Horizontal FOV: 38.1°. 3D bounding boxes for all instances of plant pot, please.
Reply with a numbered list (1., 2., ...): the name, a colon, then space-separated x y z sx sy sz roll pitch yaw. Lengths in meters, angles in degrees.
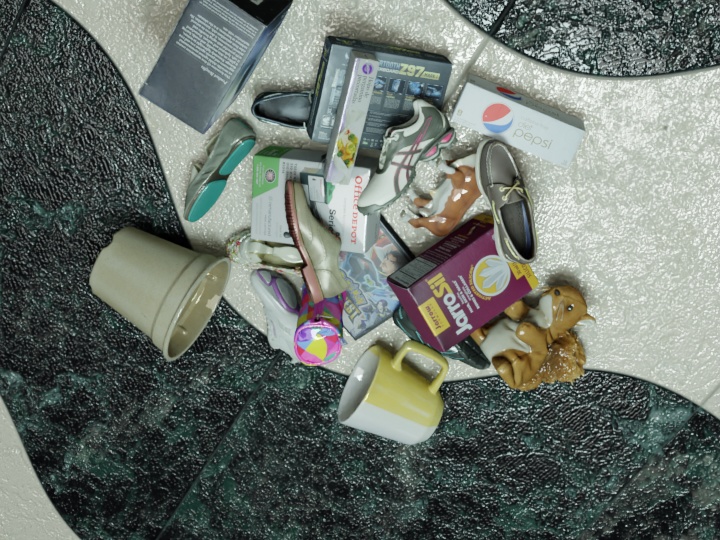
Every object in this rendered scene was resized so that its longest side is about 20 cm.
1. plant pot: -0.351 0.022 1.784 0.183 0.200 0.201 29 116 7

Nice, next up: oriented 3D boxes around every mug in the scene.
1. mug: 0.068 0.225 1.815 0.153 0.150 0.187 28 151 -13

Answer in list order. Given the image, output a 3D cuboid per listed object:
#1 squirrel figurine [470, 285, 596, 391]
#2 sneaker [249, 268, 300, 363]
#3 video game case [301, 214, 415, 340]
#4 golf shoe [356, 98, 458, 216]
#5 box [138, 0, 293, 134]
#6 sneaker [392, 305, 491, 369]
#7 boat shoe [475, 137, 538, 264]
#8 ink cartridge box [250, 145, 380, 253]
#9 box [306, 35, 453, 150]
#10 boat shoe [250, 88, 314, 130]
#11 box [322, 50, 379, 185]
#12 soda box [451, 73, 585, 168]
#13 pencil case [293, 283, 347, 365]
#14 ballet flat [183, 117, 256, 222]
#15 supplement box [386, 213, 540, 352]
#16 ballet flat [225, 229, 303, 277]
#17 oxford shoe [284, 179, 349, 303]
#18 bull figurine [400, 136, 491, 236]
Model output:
1. squirrel figurine: 0.303 0.109 1.749 0.186 0.142 0.200 -38 132 4
2. sneaker: -0.141 0.087 1.823 0.099 0.075 0.200 -28 113 22
3. video game case: 0.000 0.000 1.794 0.181 0.026 0.200 -34 105 21
4. golf shoe: 0.054 -0.173 1.606 0.200 0.077 0.088 -47 116 -4
5. box: -0.214 -0.340 1.579 0.123 0.200 0.199 33 116 -7
6. sneaker: 0.143 0.110 1.802 0.200 0.076 0.079 36 143 -19
7. boat shoe: 0.229 -0.106 1.605 0.072 0.059 0.201 -17 102 -18
8. ink cartridge box: -0.071 -0.116 1.702 0.199 0.084 0.147 7 108 13
9. box: 0.028 -0.268 1.619 0.199 0.051 0.158 5 118 -17
10. boat shoe: -0.076 -0.256 1.669 0.199 0.062 0.075 8 107 4
11. box: -0.016 -0.228 1.576 0.039 0.041 0.201 7 114 -17
12. soda box: 0.245 -0.234 1.627 0.199 0.064 0.068 22 115 -2
13. pencil case: -0.065 0.078 1.716 0.088 0.200 0.089 0 113 0
14. ballet flat: -0.247 -0.171 1.746 0.064 0.067 0.200 47 115 17
15. supplement box: 0.166 0.017 1.688 0.200 0.103 0.131 -35 108 -10
16. ballet flat: -0.146 -0.034 1.761 0.199 0.064 0.076 8 85 19
17. oxford shoe: -0.071 -0.053 1.653 0.075 0.070 0.201 -17 103 -8
18. bull figurine: 0.150 -0.136 1.673 0.121 0.065 0.200 18 123 -23
